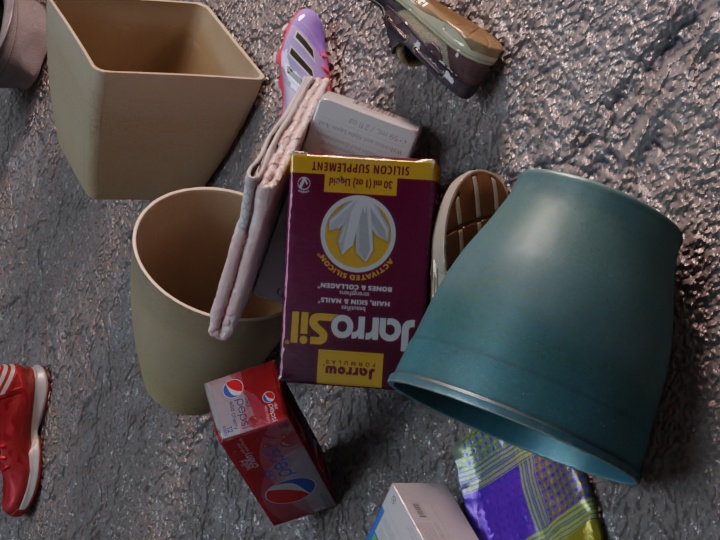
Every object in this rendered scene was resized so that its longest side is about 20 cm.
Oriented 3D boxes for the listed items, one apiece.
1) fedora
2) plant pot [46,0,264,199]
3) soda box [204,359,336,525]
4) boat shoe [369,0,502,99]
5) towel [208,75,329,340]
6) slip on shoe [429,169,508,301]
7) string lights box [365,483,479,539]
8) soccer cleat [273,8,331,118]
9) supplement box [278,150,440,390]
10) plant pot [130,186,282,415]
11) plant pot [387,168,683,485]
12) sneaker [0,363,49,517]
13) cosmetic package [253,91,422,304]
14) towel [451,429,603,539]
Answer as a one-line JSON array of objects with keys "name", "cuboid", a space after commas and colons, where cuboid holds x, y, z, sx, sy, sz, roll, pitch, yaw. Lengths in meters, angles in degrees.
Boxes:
[{"name": "fedora", "cuboid": [-0.505, -0.326, 2.274, 0.177, 0.090, 0.201, -48, 40, 36]}, {"name": "plant pot", "cuboid": [-0.250, -0.188, 1.804, 0.200, 0.198, 0.178, 52, 134, 47]}, {"name": "soda box", "cuboid": [-0.079, 0.163, 1.460, 0.070, 0.200, 0.064, -18, 58, 3]}, {"name": "boat shoe", "cuboid": [0.054, -0.220, 1.467, 0.200, 0.072, 0.065, 42, 111, 45]}, {"name": "towel", "cuboid": [-0.088, -0.062, 1.482, 0.200, 0.032, 0.192, -67, -3, -51]}, {"name": "slip on shoe", "cuboid": [0.089, 0.015, 1.362, 0.060, 0.075, 0.202, 168, 102, -64]}, {"name": "string lights box", "cuboid": [0.033, 0.290, 1.357, 0.103, 0.059, 0.201, 59, 135, 45]}, {"name": "soccer cleat", "cuboid": [-0.051, -0.170, 1.623, 0.076, 0.067, 0.202, 3, 78, 26]}, {"name": "supplement box", "cuboid": [0.000, 0.000, 1.394, 0.103, 0.130, 0.202, -9, -78, -84]}, {"name": "plant pot", "cuboid": [-0.162, 0.050, 1.635, 0.201, 0.186, 0.188, 112, 146, -42]}, {"name": "plant pot", "cuboid": [0.146, 0.034, 1.177, 0.200, 0.199, 0.189, 11, 77, 55]}, {"name": "sneaker", "cuboid": [-0.481, 0.220, 2.080, 0.078, 0.115, 0.202, -10, 73, 53]}, {"name": "cosmetic package", "cuboid": [-0.021, -0.058, 1.491, 0.074, 0.101, 0.201, -60, -11, -77]}, {"name": "towel", "cuboid": [0.137, 0.203, 1.283, 0.144, 0.023, 0.201, -39, 51, 44]}]
